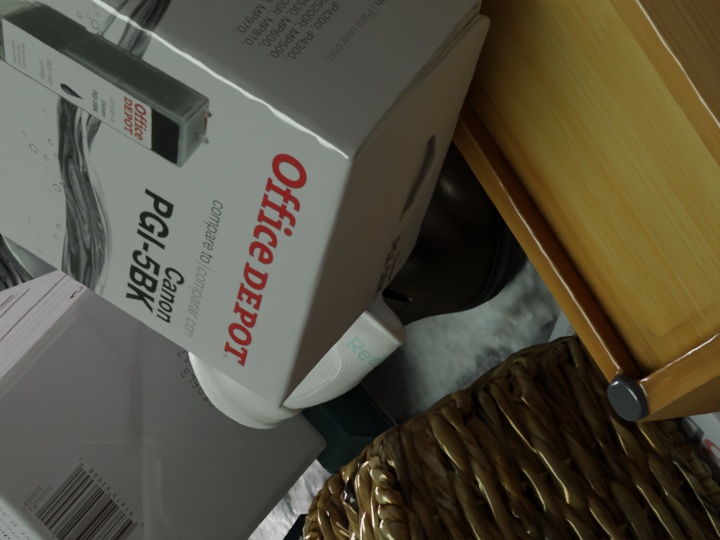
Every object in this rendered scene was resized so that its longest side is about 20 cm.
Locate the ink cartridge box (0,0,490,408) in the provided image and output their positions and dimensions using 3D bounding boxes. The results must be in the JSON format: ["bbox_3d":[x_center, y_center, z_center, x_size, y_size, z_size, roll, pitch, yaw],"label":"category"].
[{"bbox_3d":[-0.075,-0.068,0.842,0.200,0.083,0.147,31,145,11],"label":"ink cartridge box"}]

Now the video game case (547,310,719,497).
[{"bbox_3d":[0.123,0.116,0.987,0.182,0.024,0.200,48,149,22],"label":"video game case"}]

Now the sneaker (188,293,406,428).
[{"bbox_3d":[-0.023,-0.047,0.959,0.088,0.075,0.200,-24,66,31],"label":"sneaker"}]

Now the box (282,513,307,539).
[{"bbox_3d":[0.020,0.219,1.123,0.200,0.079,0.141,44,109,27],"label":"box"}]

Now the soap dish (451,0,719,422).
[{"bbox_3d":[0.095,-0.054,0.819,0.200,0.081,0.157,57,151,4],"label":"soap dish"}]

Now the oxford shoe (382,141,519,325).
[{"bbox_3d":[0.000,0.000,1.017,0.073,0.084,0.200,58,150,7],"label":"oxford shoe"}]

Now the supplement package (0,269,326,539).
[{"bbox_3d":[-0.132,0.082,1.112,0.121,0.120,0.200,48,153,-13],"label":"supplement package"}]

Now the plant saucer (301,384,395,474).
[{"bbox_3d":[-0.055,0.012,1.145,0.200,0.070,0.019,47,106,22],"label":"plant saucer"}]

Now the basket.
[{"bbox_3d":[0.061,0.147,0.942,0.200,0.143,0.149,58,150,6],"label":"basket"}]

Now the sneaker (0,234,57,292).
[{"bbox_3d":[-0.150,-0.027,1.224,0.074,0.079,0.200,-18,106,56],"label":"sneaker"}]
